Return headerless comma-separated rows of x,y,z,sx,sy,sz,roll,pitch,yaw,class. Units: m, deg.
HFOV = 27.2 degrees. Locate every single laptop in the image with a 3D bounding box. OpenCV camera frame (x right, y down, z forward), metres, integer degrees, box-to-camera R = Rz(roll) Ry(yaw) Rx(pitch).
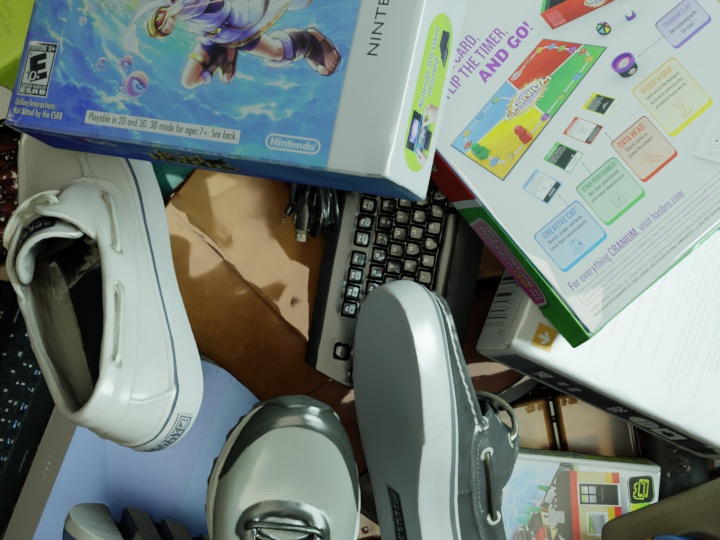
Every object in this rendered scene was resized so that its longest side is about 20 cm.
-0.154,0.108,0.739,0.103,0.200,0.178,20,88,33,laptop

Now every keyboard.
0.014,-0.040,0.711,0.103,0.040,0.201,10,88,-5,keyboard

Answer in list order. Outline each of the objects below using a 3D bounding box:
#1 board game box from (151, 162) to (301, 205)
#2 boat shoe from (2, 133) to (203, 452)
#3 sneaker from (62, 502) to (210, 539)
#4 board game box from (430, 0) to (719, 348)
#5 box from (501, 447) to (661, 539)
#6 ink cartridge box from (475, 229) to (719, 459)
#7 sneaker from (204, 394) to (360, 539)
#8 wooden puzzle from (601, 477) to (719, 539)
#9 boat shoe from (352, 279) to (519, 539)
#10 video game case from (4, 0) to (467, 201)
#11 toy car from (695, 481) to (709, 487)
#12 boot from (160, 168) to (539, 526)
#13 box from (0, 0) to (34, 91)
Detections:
-0.050,-0.119,0.780,0.135,0.028,0.201,24,90,-3,board game box
-0.134,-0.007,0.694,0.072,0.066,0.201,-34,57,24,boat shoe
-0.073,0.198,0.753,0.198,0.081,0.116,20,97,-17,sneaker
0.093,-0.090,0.687,0.153,0.040,0.200,-38,84,-9,board game box
0.093,0.197,0.789,0.109,0.035,0.201,5,90,-3,box
0.178,-0.013,0.752,0.199,0.043,0.199,26,78,-19,ink cartridge box
-0.038,0.156,0.672,0.074,0.079,0.201,9,95,-13,sneaker
0.183,0.176,0.658,0.046,0.200,0.186,11,59,-35,wooden puzzle
0.045,0.091,0.704,0.066,0.070,0.201,-19,113,-24,boat shoe
-0.049,-0.135,0.654,0.199,0.045,0.182,10,83,26,video game case
0.248,0.195,0.716,0.157,0.200,0.165,-4,91,-3,toy car
0.000,0.000,0.761,0.200,0.068,0.188,44,94,-8,boot
-0.124,-0.192,0.746,0.199,0.048,0.122,-31,82,5,box
